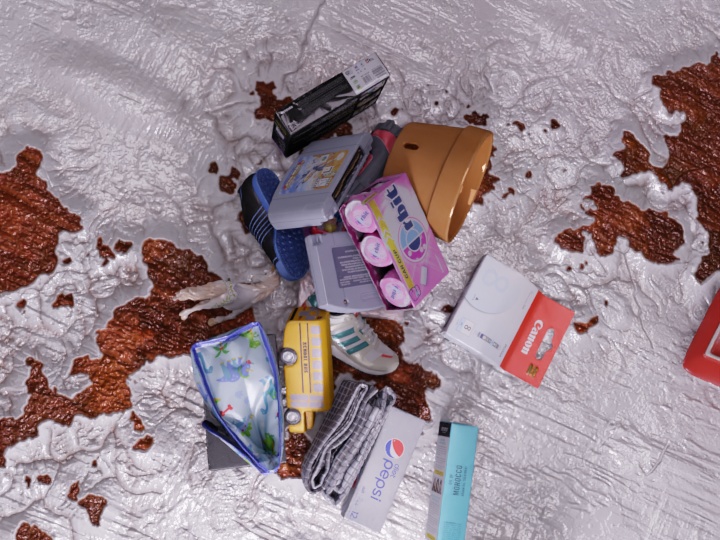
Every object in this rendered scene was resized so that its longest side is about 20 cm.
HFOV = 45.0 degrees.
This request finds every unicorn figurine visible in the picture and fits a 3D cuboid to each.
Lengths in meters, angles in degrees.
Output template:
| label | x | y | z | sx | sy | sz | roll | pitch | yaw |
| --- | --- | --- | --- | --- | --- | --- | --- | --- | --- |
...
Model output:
| label | x | y | z | sx | sy | sz | roll | pitch | yaw |
| --- | --- | --- | --- | --- | --- | --- | --- | --- | --- |
| unicorn figurine | -0.212 | 0.040 | 1.430 | 0.137 | 0.200 | 0.074 | -23 | 91 | 17 |

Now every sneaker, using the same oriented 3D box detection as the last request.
| label | x | y | z | sx | sy | sz | roll | pitch | yaw |
| --- | --- | --- | --- | --- | --- | --- | --- | --- | --- |
| sneaker | -0.151 | -0.069 | 1.470 | 0.070 | 0.078 | 0.201 | -9 | 77 | -42 |
| sneaker | -0.012 | 0.100 | 1.447 | 0.199 | 0.070 | 0.094 | 27 | 113 | -9 |

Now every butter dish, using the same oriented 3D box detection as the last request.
| label | x | y | z | sx | sy | sz | roll | pitch | yaw |
| --- | --- | --- | --- | --- | --- | --- | --- | --- | --- |
| butter dish | 0.706 | 0.144 | 1.534 | 0.199 | 0.148 | 0.200 | 23 | 78 | 37 |

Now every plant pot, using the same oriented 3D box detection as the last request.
| label | x | y | z | sx | sy | sz | roll | pitch | yaw |
| --- | --- | --- | --- | --- | --- | --- | --- | --- | --- |
| plant pot | 0.125 | -0.164 | 1.478 | 0.140 | 0.200 | 0.201 | 23 | 79 | 14 |

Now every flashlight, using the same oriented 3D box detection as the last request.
| label | x | y | z | sx | sy | sz | roll | pitch | yaw |
| --- | --- | --- | --- | --- | --- | --- | --- | --- | --- |
| flashlight | 0.011 | -0.176 | 1.480 | 0.068 | 0.068 | 0.200 | 38 | 56 | -3 |

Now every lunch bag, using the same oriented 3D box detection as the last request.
| label | x | y | z | sx | sy | sz | roll | pitch | yaw |
| --- | --- | --- | --- | --- | --- | --- | --- | --- | --- |
| lunch bag | -0.165 | 0.187 | 1.233 | 0.127 | 0.170 | 0.201 | -21 | 87 | -10 |

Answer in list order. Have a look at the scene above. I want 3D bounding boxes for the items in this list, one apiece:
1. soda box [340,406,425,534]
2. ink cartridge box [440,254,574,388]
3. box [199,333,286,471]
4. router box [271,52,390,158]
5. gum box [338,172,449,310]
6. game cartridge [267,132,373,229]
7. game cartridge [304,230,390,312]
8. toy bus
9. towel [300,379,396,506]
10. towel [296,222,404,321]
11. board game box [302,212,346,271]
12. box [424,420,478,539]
| label | x | y | z | sx | sy | sz | roll | pitch | yaw |
| --- | --- | --- | --- | --- | --- | --- | --- | --- | --- |
| soda box | 0.038 | 0.329 | 1.447 | 0.068 | 0.063 | 0.201 | 24 | 79 | -3 |
| ink cartridge box | 0.264 | 0.090 | 1.521 | 0.200 | 0.047 | 0.160 | 29 | 79 | -1 |
| box | -0.187 | 0.208 | 1.390 | 0.124 | 0.149 | 0.201 | -5 | 82 | -7 |
| router box | -0.054 | -0.278 | 1.478 | 0.200 | 0.149 | 0.051 | -33 | 88 | -11 |
| gum box | 0.055 | -0.051 | 1.403 | 0.113 | 0.066 | 0.201 | -42 | 113 | -41 |
| game cartridge | -0.070 | -0.150 | 1.429 | 0.133 | 0.042 | 0.200 | -1 | 46 | 32 |
| game cartridge | 0.000 | 0.000 | 1.421 | 0.200 | 0.041 | 0.134 | -8 | 81 | -43 |
| toy bus | -0.086 | 0.162 | 1.409 | 0.078 | 0.065 | 0.201 | -1 | 109 | 6 |
| towel | -0.026 | 0.268 | 1.397 | 0.085 | 0.166 | 0.200 | 29 | 79 | 1 |
| towel | -0.011 | -0.019 | 1.507 | 0.190 | 0.032 | 0.201 | 5 | 81 | -6 |
| board game box | -0.039 | -0.090 | 1.479 | 0.157 | 0.039 | 0.201 | -22 | 84 | -10 |
| box | 0.152 | 0.356 | 1.451 | 0.049 | 0.082 | 0.201 | 10 | 81 | -8 |
